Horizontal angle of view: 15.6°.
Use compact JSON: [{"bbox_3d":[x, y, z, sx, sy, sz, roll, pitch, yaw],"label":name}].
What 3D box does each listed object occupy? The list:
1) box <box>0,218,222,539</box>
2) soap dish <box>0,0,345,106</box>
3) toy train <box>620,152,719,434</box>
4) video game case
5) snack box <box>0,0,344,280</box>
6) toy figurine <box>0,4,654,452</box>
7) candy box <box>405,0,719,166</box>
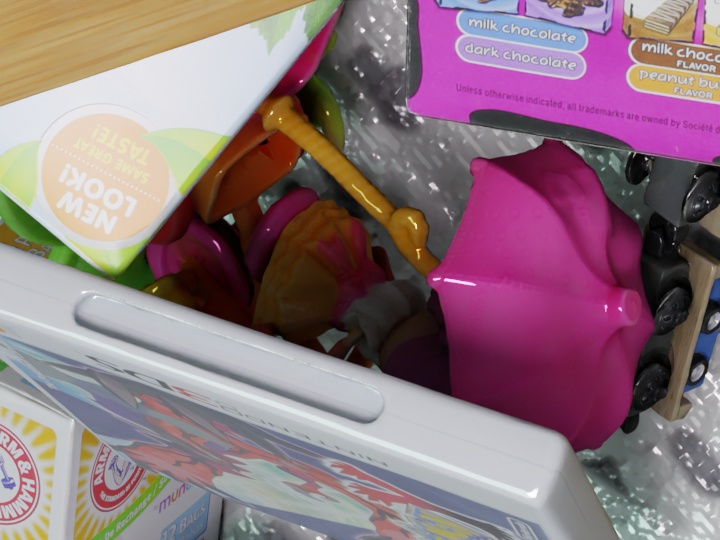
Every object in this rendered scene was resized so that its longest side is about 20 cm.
[{"bbox_3d":[-0.120,0.096,0.944,0.101,0.112,0.201,21,121,23],"label":"box"},{"bbox_3d":[-0.078,-0.096,0.589,0.199,0.158,0.082,-17,116,6],"label":"soap dish"},{"bbox_3d":[0.105,-0.038,0.778,0.034,0.046,0.201,36,127,34],"label":"toy train"},{"bbox_3d":[-0.015,0.052,0.753,0.181,0.200,0.023,18,78,17],"label":"video game case"},{"bbox_3d":[-0.095,-0.117,0.685,0.200,0.053,0.142,39,102,-4],"label":"snack box"},{"bbox_3d":[0.000,0.000,0.788,0.184,0.150,0.201,40,139,20],"label":"toy figurine"},{"bbox_3d":[0.083,-0.123,0.582,0.136,0.061,0.201,10,126,13],"label":"candy box"}]
